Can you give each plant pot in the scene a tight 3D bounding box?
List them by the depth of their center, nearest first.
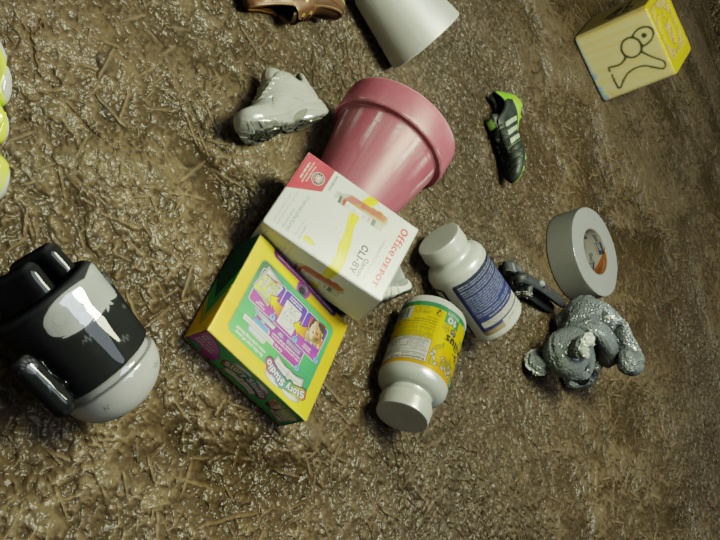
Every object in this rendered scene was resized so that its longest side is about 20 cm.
[{"bbox_3d":[0.022,-0.166,1.387,0.200,0.199,0.179,47,61,-28],"label":"plant pot"}]

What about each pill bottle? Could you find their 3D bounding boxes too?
[{"bbox_3d":[0.092,0.147,1.407,0.113,0.112,0.201,47,46,-28],"label":"pill bottle"},{"bbox_3d":[0.188,0.019,1.561,0.200,0.111,0.111,53,44,-23],"label":"pill bottle"}]

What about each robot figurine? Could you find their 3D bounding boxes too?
[{"bbox_3d":[-0.308,0.072,0.968,0.150,0.125,0.200,-43,112,-22],"label":"robot figurine"}]

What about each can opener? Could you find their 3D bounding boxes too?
[{"bbox_3d":[0.353,0.040,1.781,0.199,0.063,0.079,27,57,-40],"label":"can opener"}]

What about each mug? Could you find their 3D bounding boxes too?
[{"bbox_3d":[0.063,-0.465,1.592,0.149,0.186,0.153,-45,105,-11],"label":"mug"}]

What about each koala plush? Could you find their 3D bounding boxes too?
[{"bbox_3d":[0.422,0.152,1.751,0.199,0.177,0.185,-15,83,-46],"label":"koala plush"}]

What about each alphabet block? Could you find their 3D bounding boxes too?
[{"bbox_3d":[0.697,-0.580,2.283,0.196,0.199,0.197,58,42,-18],"label":"alphabet block"}]

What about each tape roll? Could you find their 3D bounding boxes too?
[{"bbox_3d":[0.488,-0.034,1.961,0.200,0.066,0.202,19,63,-43],"label":"tape roll"}]

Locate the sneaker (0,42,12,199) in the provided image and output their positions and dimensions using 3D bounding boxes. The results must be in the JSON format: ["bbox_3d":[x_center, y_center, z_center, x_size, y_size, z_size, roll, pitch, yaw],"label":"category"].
[{"bbox_3d":[-0.430,-0.172,0.944,0.105,0.075,0.201,0,78,-48],"label":"sneaker"}]

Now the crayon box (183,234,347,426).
[{"bbox_3d":[-0.123,0.083,1.224,0.200,0.058,0.173,48,47,-27],"label":"crayon box"}]

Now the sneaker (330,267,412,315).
[{"bbox_3d":[0.000,0.000,1.393,0.200,0.075,0.116,-13,83,-60],"label":"sneaker"}]

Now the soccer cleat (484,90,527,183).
[{"bbox_3d":[0.294,-0.274,1.830,0.081,0.067,0.201,12,66,-27],"label":"soccer cleat"}]

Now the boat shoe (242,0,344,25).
[{"bbox_3d":[-0.108,-0.419,1.408,0.199,0.072,0.068,3,81,-42],"label":"boat shoe"}]

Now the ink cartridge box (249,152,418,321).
[{"bbox_3d":[-0.037,-0.048,1.280,0.199,0.083,0.146,35,57,-7],"label":"ink cartridge box"}]

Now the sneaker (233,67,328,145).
[{"bbox_3d":[-0.133,-0.249,1.324,0.100,0.078,0.200,63,32,-2],"label":"sneaker"}]
